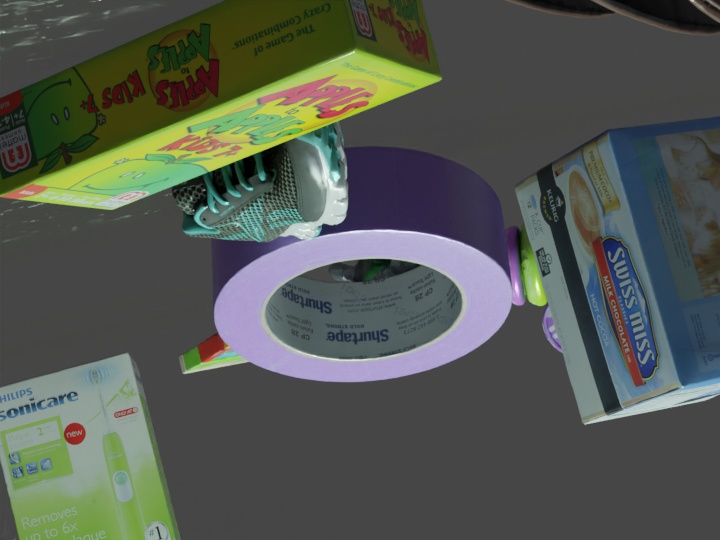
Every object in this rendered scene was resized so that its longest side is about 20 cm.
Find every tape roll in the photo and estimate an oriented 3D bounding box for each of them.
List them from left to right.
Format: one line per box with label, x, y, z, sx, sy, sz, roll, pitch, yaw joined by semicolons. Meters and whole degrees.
tape roll;0.000;0.000;1.234;0.198;0.066;0.201;-3;148;-2

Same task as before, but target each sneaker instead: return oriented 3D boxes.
sneaker;-0.060;-0.051;1.047;0.091;0.078;0.200;-9;168;-12

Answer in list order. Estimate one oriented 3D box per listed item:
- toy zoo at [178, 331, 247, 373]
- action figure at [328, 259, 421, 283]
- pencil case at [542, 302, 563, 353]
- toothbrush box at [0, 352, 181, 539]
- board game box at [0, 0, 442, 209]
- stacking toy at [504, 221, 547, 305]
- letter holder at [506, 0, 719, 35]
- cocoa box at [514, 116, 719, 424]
toy zoo;-0.083;0.060;1.827;0.130;0.021;0.200;-10;169;-31
action figure;0.019;-0.015;1.359;0.054;0.119;0.200;0;158;-16
pencil case;0.279;0.066;2.295;0.085;0.084;0.200;-40;168;7
toothbrush box;-0.265;0.197;1.781;0.145;0.201;0.086;-14;170;-4
board game box;-0.072;-0.085;0.890;0.199;0.048;0.101;-19;170;23
stacking toy;0.157;-0.009;1.622;0.198;0.111;0.116;-6;175;10
letter holder;0.089;-0.124;0.627;0.100;0.143;0.200;-20;170;29
cocoa box;0.228;-0.001;1.407;0.133;0.201;0.131;-9;169;-31
